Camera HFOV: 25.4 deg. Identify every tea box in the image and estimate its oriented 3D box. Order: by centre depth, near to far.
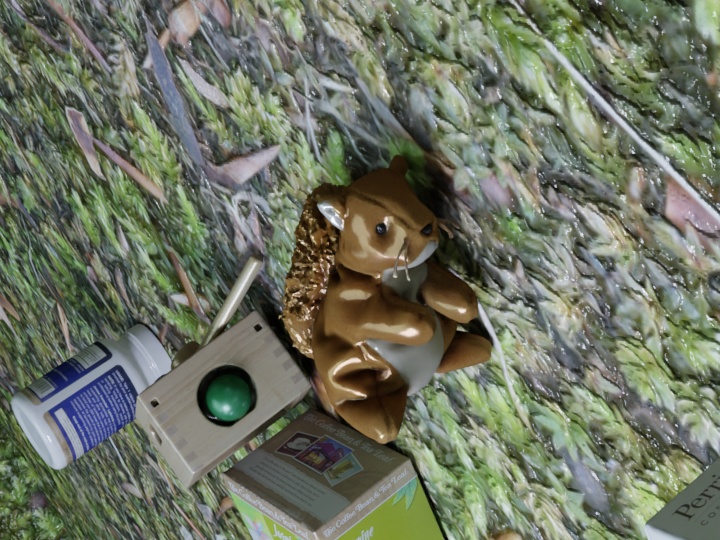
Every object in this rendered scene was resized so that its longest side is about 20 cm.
[{"bbox_3d":[-0.017,0.280,1.684,0.199,0.133,0.198,19,137,55],"label":"tea box"}]

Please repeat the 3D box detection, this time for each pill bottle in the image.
[{"bbox_3d":[-0.348,0.162,2.104,0.116,0.199,0.116,45,155,27],"label":"pill bottle"}]

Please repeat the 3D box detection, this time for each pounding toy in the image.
[{"bbox_3d":[-0.148,0.111,1.693,0.143,0.183,0.200,53,165,5],"label":"pounding toy"}]

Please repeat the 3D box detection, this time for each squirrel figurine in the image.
[{"bbox_3d":[0.000,0.000,1.287,0.199,0.141,0.188,28,139,44],"label":"squirrel figurine"}]

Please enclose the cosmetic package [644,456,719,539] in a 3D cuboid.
[{"bbox_3d":[0.299,0.182,0.887,0.199,0.164,0.166,13,132,57],"label":"cosmetic package"}]
